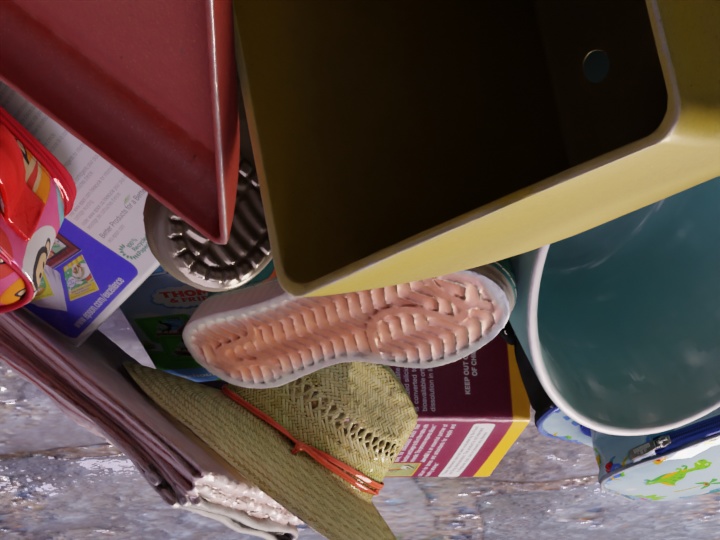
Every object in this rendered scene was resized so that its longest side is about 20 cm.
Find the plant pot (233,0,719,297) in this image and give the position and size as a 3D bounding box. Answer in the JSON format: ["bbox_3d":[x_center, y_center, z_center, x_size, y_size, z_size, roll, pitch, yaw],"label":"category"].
[{"bbox_3d":[0.079,-0.107,1.080,0.199,0.202,0.176,-23,161,38],"label":"plant pot"}]

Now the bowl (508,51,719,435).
[{"bbox_3d":[0.133,-0.032,1.290,0.200,0.105,0.202,-19,126,-27],"label":"bowl"}]

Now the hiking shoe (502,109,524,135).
[{"bbox_3d":[-0.011,-0.062,1.243,0.199,0.087,0.075,-24,113,26],"label":"hiking shoe"}]

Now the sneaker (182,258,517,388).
[{"bbox_3d":[0.000,0.000,1.276,0.199,0.080,0.071,-10,131,43],"label":"sneaker"}]

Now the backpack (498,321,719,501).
[{"bbox_3d":[0.198,0.038,1.453,0.199,0.148,0.183,-27,161,18],"label":"backpack"}]

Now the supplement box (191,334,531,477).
[{"bbox_3d":[-0.010,0.067,1.582,0.198,0.086,0.110,1,157,-11],"label":"supplement box"}]

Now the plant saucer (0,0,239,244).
[{"bbox_3d":[-0.118,-0.124,1.045,0.199,0.037,0.200,37,155,19],"label":"plant saucer"}]

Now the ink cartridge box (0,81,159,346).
[{"bbox_3d":[-0.170,-0.068,1.260,0.199,0.044,0.198,35,145,-11],"label":"ink cartridge box"}]

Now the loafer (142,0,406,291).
[{"bbox_3d":[-0.033,-0.075,1.168,0.076,0.200,0.068,51,156,-22],"label":"loafer"}]

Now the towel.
[{"bbox_3d":[-0.125,0.071,1.398,0.032,0.191,0.200,-53,161,0],"label":"towel"}]

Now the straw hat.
[{"bbox_3d":[-0.022,0.075,1.414,0.201,0.085,0.201,37,180,0],"label":"straw hat"}]

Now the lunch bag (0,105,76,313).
[{"bbox_3d":[-0.225,-0.057,1.187,0.175,0.082,0.200,-2,144,37],"label":"lunch bag"}]

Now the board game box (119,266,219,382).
[{"bbox_3d":[-0.056,-0.002,1.413,0.150,0.037,0.200,-6,151,10],"label":"board game box"}]
